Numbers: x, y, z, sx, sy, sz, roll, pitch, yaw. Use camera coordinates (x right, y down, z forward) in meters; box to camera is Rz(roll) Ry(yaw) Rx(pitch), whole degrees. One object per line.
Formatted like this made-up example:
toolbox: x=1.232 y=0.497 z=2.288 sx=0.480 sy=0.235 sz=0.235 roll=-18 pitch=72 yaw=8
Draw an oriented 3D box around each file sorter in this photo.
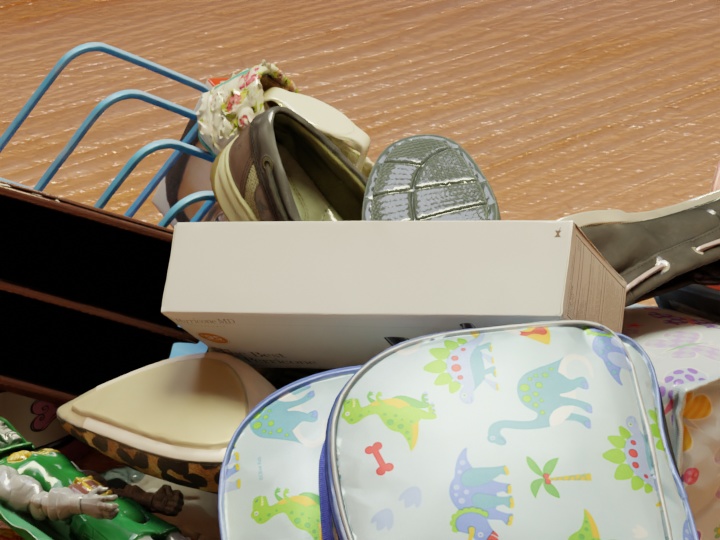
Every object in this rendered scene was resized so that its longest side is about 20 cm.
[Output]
file sorter: x=-0.111 y=-0.017 z=1.518 sx=0.139 sy=0.123 sz=0.200 roll=20 pitch=25 yaw=-50

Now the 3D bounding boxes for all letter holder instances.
letter holder: x=-0.178 y=0.008 z=1.318 sx=0.199 sy=0.101 sz=0.142 roll=16 pitch=-5 yaw=-12

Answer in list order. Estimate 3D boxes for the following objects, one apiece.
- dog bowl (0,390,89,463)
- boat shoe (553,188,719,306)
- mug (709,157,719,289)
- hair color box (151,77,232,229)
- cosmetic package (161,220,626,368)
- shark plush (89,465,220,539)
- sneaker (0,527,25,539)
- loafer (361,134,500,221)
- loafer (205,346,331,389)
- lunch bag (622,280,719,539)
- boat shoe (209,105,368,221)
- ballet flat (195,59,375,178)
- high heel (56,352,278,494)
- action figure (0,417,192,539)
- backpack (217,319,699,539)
dog bowl: x=-0.240 y=0.073 z=1.542 sx=0.199 sy=0.074 sz=0.200 roll=-2 pitch=16 yaw=1
boat shoe: x=0.163 y=-0.004 z=1.348 sx=0.199 sy=0.057 sz=0.067 roll=-11 pitch=-18 yaw=-35
mug: x=0.335 y=-0.021 z=1.662 sx=0.199 sy=0.134 sz=0.177 roll=8 pitch=21 yaw=25
hair color box: x=-0.037 y=-0.018 z=1.602 sx=0.061 sy=0.102 sz=0.200 roll=-6 pitch=44 yaw=-43
cosmetic package: x=0.015 y=0.013 z=1.225 sx=0.199 sy=0.051 sz=0.083 roll=0 pitch=-22 yaw=25
shark plush: x=-0.068 y=0.126 z=1.353 sx=0.199 sy=0.091 sz=0.083 roll=-8 pitch=-3 yaw=-6
sneaker: x=-0.176 y=0.147 z=1.262 sx=0.073 sy=0.078 sz=0.200 roll=4 pitch=12 yaw=28
loafer: x=0.043 y=0.018 z=1.325 sx=0.072 sy=0.063 sz=0.200 roll=-10 pitch=46 yaw=-4
loafer: x=-0.052 y=0.062 z=1.377 sx=0.076 sy=0.200 sz=0.068 roll=15 pitch=50 yaw=-27
lunch bag: x=0.178 y=0.075 z=1.366 sx=0.199 sy=0.128 sz=0.169 roll=-2 pitch=12 yaw=-36
boat shoe: x=0.000 y=-0.001 z=1.391 sx=0.072 sy=0.201 sz=0.066 roll=-35 pitch=-9 yaw=-33
ballet flat: x=-0.004 y=-0.044 z=1.488 sx=0.200 sy=0.064 sz=0.076 roll=36 pitch=37 yaw=-11
high heel: x=-0.042 y=0.110 z=1.284 sx=0.199 sy=0.143 sz=0.072 roll=2 pitch=48 yaw=14
action figure: x=-0.114 y=0.125 z=1.248 sx=0.200 sy=0.055 sz=0.118 roll=30 pitch=12 yaw=26
backpack: x=0.040 y=0.115 z=1.124 sx=0.199 sy=0.147 sz=0.184 roll=-9 pitch=57 yaw=-2
